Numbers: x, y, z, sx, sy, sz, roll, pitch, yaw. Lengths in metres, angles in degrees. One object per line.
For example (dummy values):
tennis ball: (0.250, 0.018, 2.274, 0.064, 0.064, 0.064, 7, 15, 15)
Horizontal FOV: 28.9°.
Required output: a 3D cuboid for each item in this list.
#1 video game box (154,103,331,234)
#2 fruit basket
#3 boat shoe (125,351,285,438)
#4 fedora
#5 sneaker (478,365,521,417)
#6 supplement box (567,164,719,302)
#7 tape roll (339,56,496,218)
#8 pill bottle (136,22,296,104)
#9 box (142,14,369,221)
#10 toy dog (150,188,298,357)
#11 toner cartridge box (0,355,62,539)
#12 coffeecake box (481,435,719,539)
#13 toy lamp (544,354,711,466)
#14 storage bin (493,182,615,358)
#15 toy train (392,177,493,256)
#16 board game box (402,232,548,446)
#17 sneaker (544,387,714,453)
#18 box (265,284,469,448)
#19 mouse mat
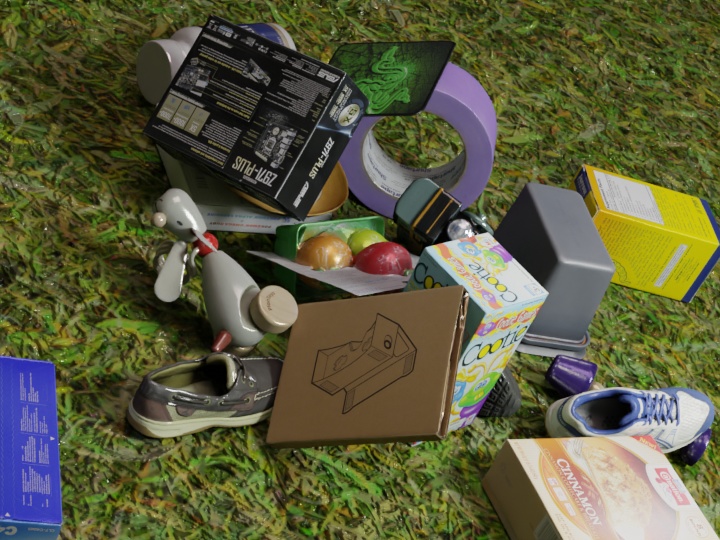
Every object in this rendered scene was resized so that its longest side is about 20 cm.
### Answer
video game box: (-0.151, -0.125, 1.730, 0.182, 0.047, 0.200, 1, 42, -27)
fruit basket: (0.000, 0.000, 1.573, 0.185, 0.094, 0.200, -8, 24, -41)
boat shoe: (-0.141, 0.116, 1.408, 0.201, 0.066, 0.072, -11, 47, -41)
fedora: (-0.091, -0.150, 1.687, 0.200, 0.082, 0.201, 16, 38, -13)
sneaker: (0.124, 0.086, 1.611, 0.091, 0.076, 0.200, -8, 49, -48)
supplement box: (0.376, -0.050, 1.904, 0.200, 0.110, 0.109, 15, 36, -16)
tape roll: (0.073, -0.166, 1.787, 0.200, 0.200, 0.085, 22, 36, -5)
pill bottle: (-0.189, -0.265, 1.829, 0.200, 0.111, 0.111, -13, 50, -41)
box: (-0.118, -0.175, 1.594, 0.200, 0.164, 0.086, 26, -6, 25)
toy dog: (-0.164, 0.016, 1.467, 0.200, 0.132, 0.096, 37, 38, 16)
toner cartridge box: (-0.323, 0.161, 1.259, 0.095, 0.043, 0.200, 9, 38, -21)
coffeecake box: (0.252, 0.255, 1.469, 0.200, 0.073, 0.154, 2, 40, -30)
toy lamp: (0.312, 0.161, 1.643, 0.200, 0.058, 0.058, 30, 35, 1)
storage bin: (0.244, -0.006, 1.746, 0.145, 0.134, 0.200, 10, 39, -21)
toy train: (0.094, -0.047, 1.683, 0.114, 0.085, 0.200, 39, -5, 5)
board game box: (0.096, 0.074, 1.494, 0.103, 0.200, 0.105, -14, 51, -42)
sneaker: (0.312, 0.167, 1.566, 0.200, 0.088, 0.075, -5, 74, -11)
box: (0.007, 0.098, 1.398, 0.021, 0.200, 0.164, 44, 48, -46)
mouse mat: (0.022, -0.239, 1.722, 0.161, 0.008, 0.200, 1, 36, 18)
